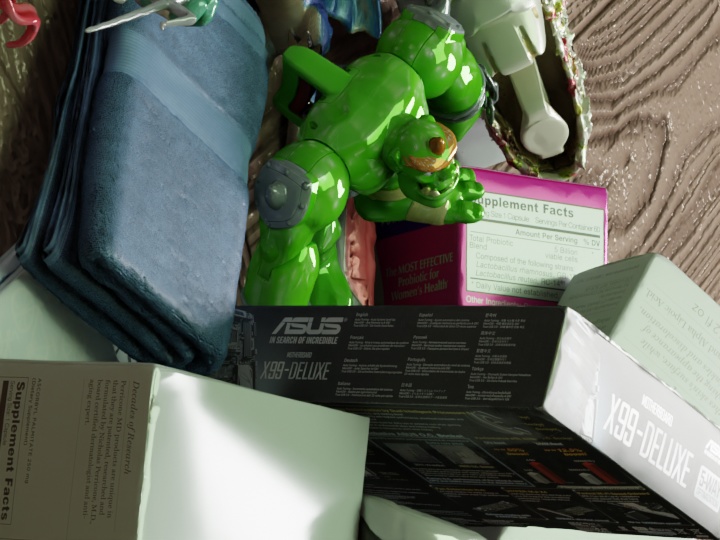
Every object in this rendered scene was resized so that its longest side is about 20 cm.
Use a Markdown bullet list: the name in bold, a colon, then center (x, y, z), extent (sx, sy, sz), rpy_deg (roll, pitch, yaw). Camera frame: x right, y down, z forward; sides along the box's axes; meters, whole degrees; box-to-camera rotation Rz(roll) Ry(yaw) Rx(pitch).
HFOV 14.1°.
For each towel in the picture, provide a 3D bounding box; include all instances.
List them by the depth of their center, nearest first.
- **towel**: center (-0.091, -0.055, 1.287), extent (0.112, 0.048, 0.201), rpy_deg (44, 38, -39)

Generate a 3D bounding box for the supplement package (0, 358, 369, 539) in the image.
- **supplement package**: center (-0.089, 0.146, 1.189), extent (0.156, 0.110, 0.201), rpy_deg (18, 76, -55)

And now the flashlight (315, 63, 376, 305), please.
- **flashlight**: center (0.000, 0.000, 1.464), extent (0.068, 0.068, 0.201), rpy_deg (27, 63, -58)

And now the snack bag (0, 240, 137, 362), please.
- **snack bag**: center (-0.106, 0.058, 1.300), extent (0.200, 0.021, 0.189), rpy_deg (-50, 129, -54)

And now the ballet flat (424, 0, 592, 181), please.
- **ballet flat**: center (0.080, -0.113, 1.478), extent (0.200, 0.075, 0.064), rpy_deg (56, 16, -51)

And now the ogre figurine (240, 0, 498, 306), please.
- **ogre figurine**: center (-0.001, -0.047, 1.377), extent (0.200, 0.098, 0.120), rpy_deg (-31, 150, -18)

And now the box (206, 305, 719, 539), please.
- **box**: center (0.044, 0.067, 1.294), extent (0.158, 0.199, 0.050), rpy_deg (36, 62, -46)

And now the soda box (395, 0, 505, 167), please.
- **soda box**: center (0.055, -0.140, 1.540), extent (0.200, 0.068, 0.064), rpy_deg (66, 6, -52)

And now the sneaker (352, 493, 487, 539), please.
- **sneaker**: center (0.012, 0.159, 1.300), extent (0.200, 0.077, 0.082), rpy_deg (104, 7, -69)

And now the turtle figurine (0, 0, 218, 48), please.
- **turtle figurine**: center (-0.115, -0.174, 1.229), extent (0.150, 0.100, 0.200), rpy_deg (69, 27, -21)

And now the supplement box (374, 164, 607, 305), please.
- **supplement box**: center (0.061, 0.056, 1.505), extent (0.103, 0.101, 0.201), rpy_deg (9, 76, -33)

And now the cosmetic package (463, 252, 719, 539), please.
- **cosmetic package**: center (0.116, 0.100, 1.429), extent (0.102, 0.074, 0.200), rpy_deg (40, 61, -20)

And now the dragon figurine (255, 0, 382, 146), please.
- **dragon figurine**: center (-0.027, -0.136, 1.440), extent (0.099, 0.059, 0.201), rpy_deg (-29, 111, -60)
